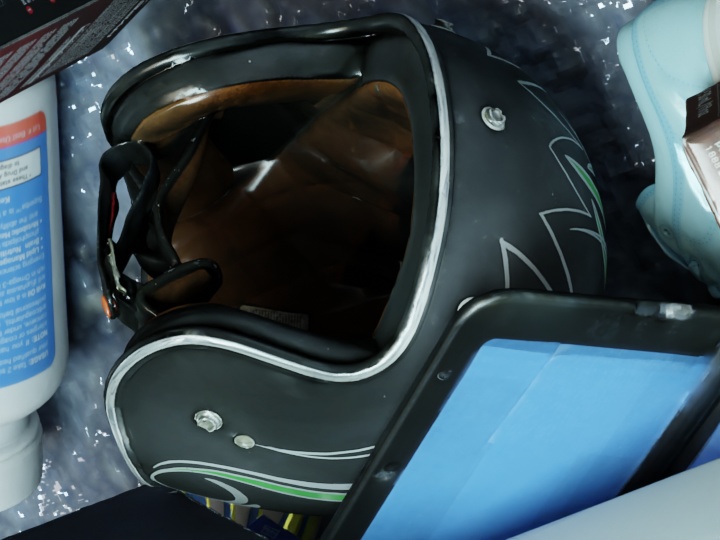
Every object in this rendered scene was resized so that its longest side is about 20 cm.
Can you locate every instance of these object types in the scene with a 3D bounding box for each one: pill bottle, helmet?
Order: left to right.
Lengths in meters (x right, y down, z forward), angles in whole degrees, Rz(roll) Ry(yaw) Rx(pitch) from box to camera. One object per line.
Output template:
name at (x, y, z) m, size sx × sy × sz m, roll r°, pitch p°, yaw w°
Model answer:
pill bottle at (-0.185, 0.004, 1.174) m, size 0.112 × 0.112 × 0.201 m, roll 11°, pitch 115°, yaw 24°
helmet at (0.000, 0.000, 1.024) m, size 0.190 × 0.200 × 0.201 m, roll -7°, pitch 109°, yaw 4°

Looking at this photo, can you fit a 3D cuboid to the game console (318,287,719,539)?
game console at (0.095, 0.109, 0.965) m, size 0.176 × 0.116 × 0.200 m, roll 45°, pitch 135°, yaw 17°

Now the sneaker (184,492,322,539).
sneaker at (-0.075, 0.142, 1.177) m, size 0.075 × 0.105 × 0.201 m, roll 20°, pitch 120°, yaw 20°

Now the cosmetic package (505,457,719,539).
cosmetic package at (0.136, 0.163, 0.952) m, size 0.150 × 0.052 × 0.200 m, roll -26°, pitch 119°, yaw 31°

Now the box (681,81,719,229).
box at (0.210, -0.066, 0.896) m, size 0.199 × 0.100 × 0.075 m, roll -26°, pitch 96°, yaw 11°

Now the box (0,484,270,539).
box at (-0.057, 0.206, 0.997) m, size 0.182 × 0.104 × 0.201 m, roll 19°, pitch 123°, yaw 56°

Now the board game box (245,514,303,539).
board game box at (0.010, 0.211, 1.094) m, size 0.199 × 0.045 × 0.135 m, roll 32°, pitch 123°, yaw 16°

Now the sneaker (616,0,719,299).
sneaker at (0.151, -0.014, 1.015) m, size 0.082 × 0.074 × 0.201 m, roll -9°, pitch 100°, yaw 43°

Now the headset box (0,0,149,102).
headset box at (-0.179, -0.137, 1.058) m, size 0.149 × 0.200 × 0.077 m, roll 49°, pitch 124°, yaw 1°
